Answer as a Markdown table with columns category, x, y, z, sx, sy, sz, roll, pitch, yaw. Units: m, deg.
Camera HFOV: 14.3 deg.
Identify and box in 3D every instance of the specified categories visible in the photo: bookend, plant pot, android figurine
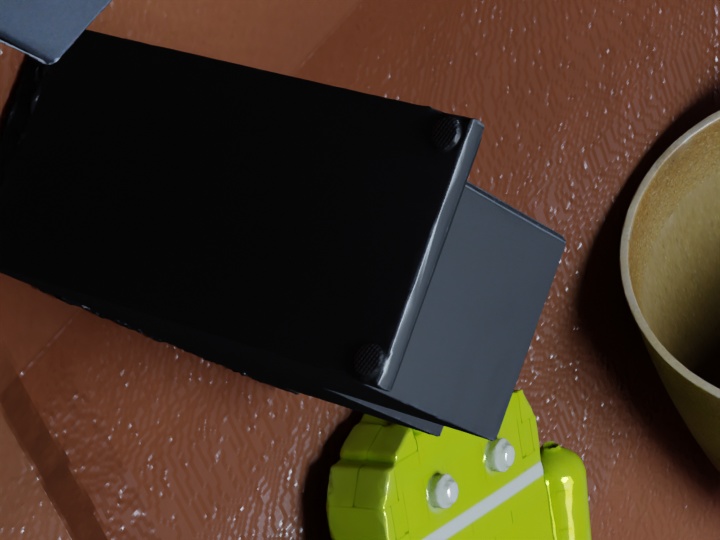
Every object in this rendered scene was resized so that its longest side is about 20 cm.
| category | x | y | z | sx | sy | sz | roll | pitch | yaw |
| --- | --- | --- | --- | --- | --- | --- | --- | --- | --- |
| bookend | 0.000 | 0.000 | 1.036 | 0.199 | 0.200 | 0.092 | 26 | 82 | -51 |
| plant pot | 0.224 | 0.044 | 1.369 | 0.187 | 0.186 | 0.200 | -54 | 152 | -25 |
| android figurine | 0.042 | 0.129 | 1.235 | 0.182 | 0.041 | 0.201 | -24 | 112 | -51 |

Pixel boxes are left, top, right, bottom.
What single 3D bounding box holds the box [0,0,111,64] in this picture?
| category | x | y | z | sx | sy | sz | roll | pitch | yaw |
| --- | --- | --- | --- | --- | --- | --- | --- | --- | --- |
| box | -0.098 | -0.204 | 0.793 | 0.200 | 0.197 | 0.124 | -45 | 142 | 13 |
